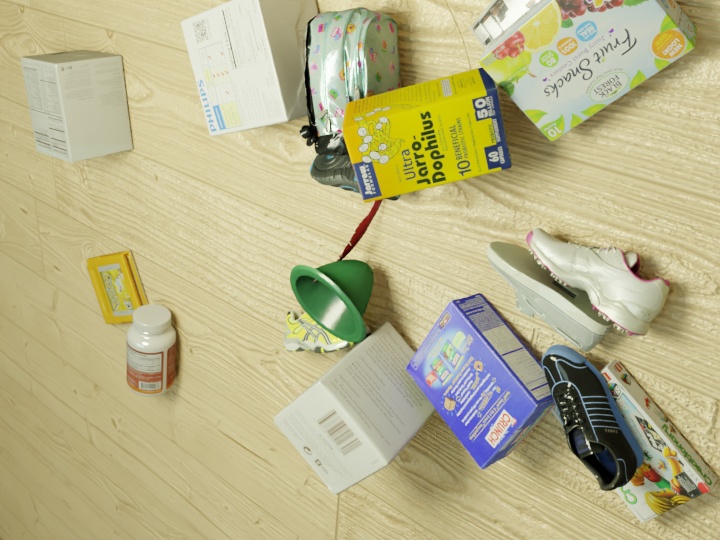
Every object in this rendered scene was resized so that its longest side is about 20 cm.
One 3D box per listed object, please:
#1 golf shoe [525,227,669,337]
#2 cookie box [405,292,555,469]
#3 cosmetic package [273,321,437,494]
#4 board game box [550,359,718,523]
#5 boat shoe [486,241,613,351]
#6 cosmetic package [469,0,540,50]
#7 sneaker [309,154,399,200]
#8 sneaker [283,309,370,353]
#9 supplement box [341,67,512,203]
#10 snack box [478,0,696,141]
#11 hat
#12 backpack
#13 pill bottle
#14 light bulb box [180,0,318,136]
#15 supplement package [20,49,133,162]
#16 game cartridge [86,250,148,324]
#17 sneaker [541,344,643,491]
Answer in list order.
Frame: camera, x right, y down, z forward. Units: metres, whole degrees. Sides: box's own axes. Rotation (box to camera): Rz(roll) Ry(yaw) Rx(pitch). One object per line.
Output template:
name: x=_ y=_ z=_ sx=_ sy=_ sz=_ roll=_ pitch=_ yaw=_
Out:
golf shoe: x=0.308 y=-0.004 z=0.987 sx=0.200 sy=0.075 sz=0.092 roll=42 pitch=110 yaw=24
cookie box: x=0.181 y=0.165 z=1.142 sx=0.200 sy=0.075 sz=0.171 roll=53 pitch=135 yaw=27
cosmetic package: x=0.003 y=0.226 z=1.250 sx=0.167 sy=0.200 sz=0.166 roll=50 pitch=135 yaw=4
board game box: x=0.370 y=0.236 z=1.044 sx=0.200 sy=0.035 sz=0.126 roll=52 pitch=135 yaw=14
boat shoe: x=0.248 y=0.038 z=1.048 sx=0.201 sy=0.070 sz=0.072 roll=39 pitch=126 yaw=21
cosmetic package: x=0.227 y=-0.336 z=0.921 sx=0.083 sy=0.051 sz=0.200 roll=55 pitch=135 yaw=9
sneaker: x=-0.011 y=-0.149 z=1.203 sx=0.073 sy=0.082 sz=0.200 roll=-58 pitch=36 yaw=-2
sneaker: x=-0.069 y=0.105 z=1.371 sx=0.200 sy=0.075 sz=0.077 roll=-6 pitch=94 yaw=38
supplement box: x=0.086 y=-0.179 z=0.998 sx=0.199 sy=0.110 sz=0.109 roll=-13 pitch=117 yaw=10
snack box: x=0.259 y=-0.260 z=0.882 sx=0.142 sy=0.053 sz=0.200 roll=41 pitch=136 yaw=-15
hat: x=0.000 y=0.000 z=1.273 sx=0.166 sy=0.176 sz=0.200 roll=46 pitch=155 yaw=-3
backpack: x=-0.010 y=-0.278 z=1.108 sx=0.126 sy=0.167 sz=0.201 roll=4 pitch=108 yaw=21
pill bottle: x=-0.485 y=0.184 z=1.762 sx=0.112 sy=0.112 sz=0.201 roll=30 pitch=125 yaw=30
light bulb box: x=-0.164 y=-0.335 z=1.231 sx=0.200 sy=0.125 sz=0.199 roll=0 pitch=108 yaw=44
supplement package: x=-0.598 y=-0.352 z=1.607 sx=0.150 sy=0.152 sz=0.201 roll=19 pitch=120 yaw=37
game cartridge: x=-0.598 y=0.046 z=1.865 sx=0.200 sy=0.032 sz=0.177 roll=-7 pitch=103 yaw=43
sneaker: x=0.299 y=0.195 z=1.012 sx=0.200 sy=0.078 sz=0.070 roll=57 pitch=136 yaw=10
